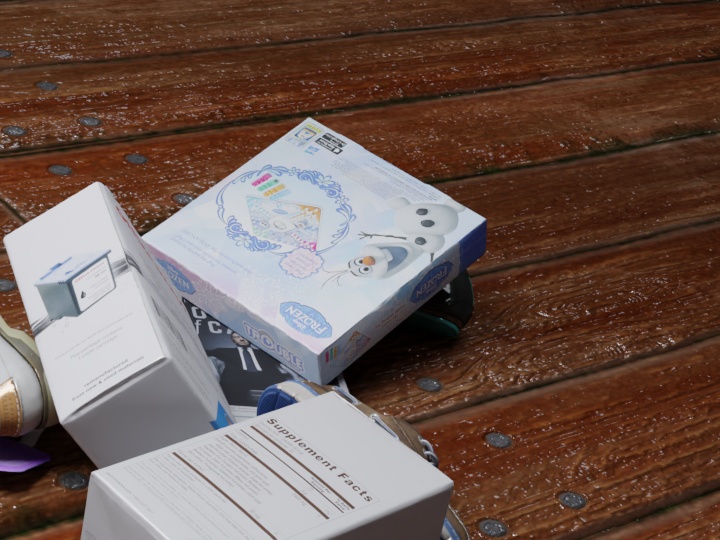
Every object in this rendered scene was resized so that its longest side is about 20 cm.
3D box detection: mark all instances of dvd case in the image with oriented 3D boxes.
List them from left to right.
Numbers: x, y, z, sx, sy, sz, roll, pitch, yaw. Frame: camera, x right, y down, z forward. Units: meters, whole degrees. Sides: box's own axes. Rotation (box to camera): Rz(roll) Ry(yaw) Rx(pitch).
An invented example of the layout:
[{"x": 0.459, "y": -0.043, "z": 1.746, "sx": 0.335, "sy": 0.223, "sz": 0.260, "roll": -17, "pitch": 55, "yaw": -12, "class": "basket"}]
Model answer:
[{"x": -0.089, "y": 0.072, "z": 1.394, "sx": 0.149, "sy": 0.025, "sz": 0.201, "roll": 5, "pitch": 29, "yaw": -17, "class": "dvd case"}]

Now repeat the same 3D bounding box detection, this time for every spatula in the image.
[{"x": -0.217, "y": 0.101, "z": 1.286, "sx": 0.056, "sy": 0.021, "sz": 0.200, "roll": 18, "pitch": 27, "yaw": 18, "class": "spatula"}]

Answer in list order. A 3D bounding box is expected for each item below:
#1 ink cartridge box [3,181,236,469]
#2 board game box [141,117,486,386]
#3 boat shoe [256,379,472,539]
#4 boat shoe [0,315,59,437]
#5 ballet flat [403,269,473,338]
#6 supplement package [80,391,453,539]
[{"x": -0.154, "y": 0.060, "z": 1.221, "sx": 0.085, "sy": 0.147, "sz": 0.200, "roll": -31, "pitch": 42, "yaw": -1, "class": "ink cartridge box"}, {"x": -0.037, "y": -0.020, "z": 1.450, "sx": 0.199, "sy": 0.044, "sz": 0.199, "roll": 32, "pitch": 52, "yaw": 31, "class": "board game box"}, {"x": 0.016, "y": 0.136, "z": 1.253, "sx": 0.072, "sy": 0.073, "sz": 0.200, "roll": -14, "pitch": 46, "yaw": -42, "class": "boat shoe"}, {"x": -0.282, "y": 0.060, "z": 1.260, "sx": 0.068, "sy": 0.076, "sz": 0.199, "roll": -16, "pitch": 24, "yaw": -35, "class": "boat shoe"}, {"x": 0.000, "y": 0.000, "z": 1.516, "sx": 0.198, "sy": 0.069, "sz": 0.068, "roll": 16, "pitch": -17, "yaw": -4, "class": "ballet flat"}, {"x": -0.060, "y": 0.174, "z": 1.107, "sx": 0.199, "sy": 0.122, "sz": 0.119, "roll": -15, "pitch": 37, "yaw": -43, "class": "supplement package"}]
